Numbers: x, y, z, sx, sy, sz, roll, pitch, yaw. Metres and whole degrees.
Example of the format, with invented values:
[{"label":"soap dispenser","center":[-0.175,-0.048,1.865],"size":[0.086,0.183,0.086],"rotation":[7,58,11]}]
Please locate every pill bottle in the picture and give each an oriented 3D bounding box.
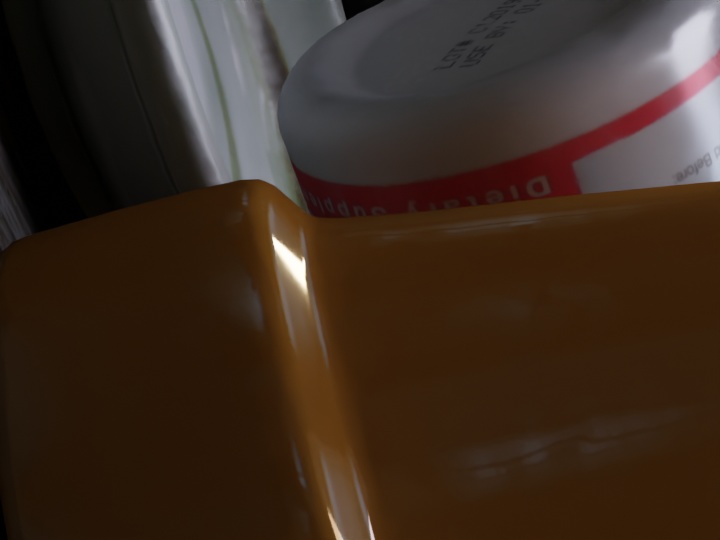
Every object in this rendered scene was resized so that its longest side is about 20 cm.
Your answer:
[{"label":"pill bottle","center":[0.061,0.028,0.692],"size":[0.109,0.109,0.200],"rotation":[-100,170,-69]}]

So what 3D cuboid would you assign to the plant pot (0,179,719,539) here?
[{"label":"plant pot","center":[0.047,0.065,0.555],"size":[0.200,0.183,0.200],"rotation":[-16,90,-88]}]

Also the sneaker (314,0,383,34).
[{"label":"sneaker","center":[0.031,-0.065,0.838],"size":[0.073,0.200,0.112],"rotation":[155,-70,-63]}]

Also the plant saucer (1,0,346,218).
[{"label":"plant saucer","center":[-0.046,-0.060,0.697],"size":[0.200,0.050,0.200],"rotation":[-15,90,-79]}]
